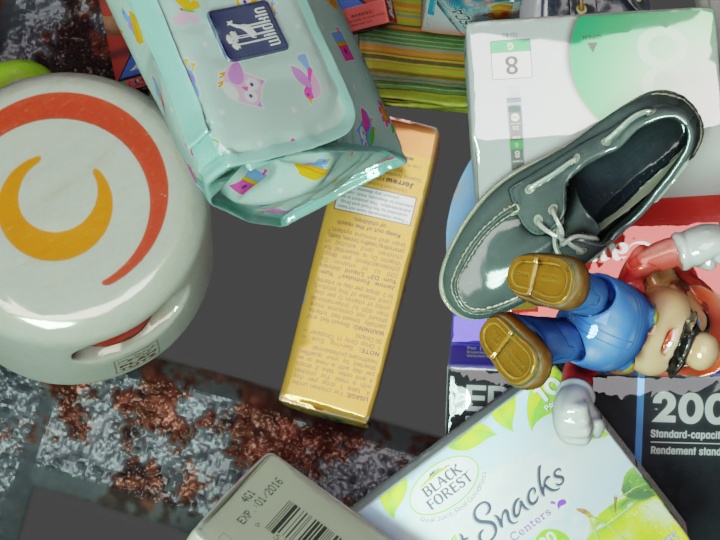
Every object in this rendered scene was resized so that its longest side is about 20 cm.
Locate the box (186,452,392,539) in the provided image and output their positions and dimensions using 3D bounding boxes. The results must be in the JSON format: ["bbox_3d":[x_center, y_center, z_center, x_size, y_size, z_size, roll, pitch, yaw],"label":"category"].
[{"bbox_3d":[-0.070,0.235,1.459,0.128,0.109,0.200,36,124,6],"label":"box"}]

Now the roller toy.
[{"bbox_3d":[-0.188,-0.021,1.527,0.182,0.140,0.200,15,73,3],"label":"roller toy"}]

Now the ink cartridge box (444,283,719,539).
[{"bbox_3d":[0.153,0.105,1.529,0.198,0.043,0.200,1,96,2],"label":"ink cartridge box"}]

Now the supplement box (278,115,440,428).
[{"bbox_3d":[0.000,0.000,1.556,0.069,0.067,0.200,12,83,3],"label":"supplement box"}]

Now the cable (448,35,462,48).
[{"bbox_3d":[-0.021,-0.206,1.589,0.097,0.050,0.200,-41,83,-11],"label":"cable"}]

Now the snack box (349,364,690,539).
[{"bbox_3d":[0.086,0.169,1.492,0.200,0.053,0.142,-38,91,8],"label":"snack box"}]

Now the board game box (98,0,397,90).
[{"bbox_3d":[-0.080,-0.190,1.569,0.200,0.019,0.103,-13,87,20],"label":"board game box"}]

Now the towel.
[{"bbox_3d":[0.037,-0.204,1.580,0.086,0.018,0.200,3,74,-20],"label":"towel"}]

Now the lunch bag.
[{"bbox_3d":[-0.072,-0.125,1.448,0.122,0.200,0.170,-27,78,18],"label":"lunch bag"}]

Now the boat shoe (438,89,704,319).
[{"bbox_3d":[0.129,-0.039,1.468,0.200,0.062,0.073,-39,97,7],"label":"boat shoe"}]

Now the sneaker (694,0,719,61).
[{"bbox_3d":[0.227,-0.234,1.590,0.085,0.073,0.200,-5,91,36],"label":"sneaker"}]

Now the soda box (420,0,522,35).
[{"bbox_3d":[0.076,-0.258,1.559,0.064,0.068,0.200,3,72,-2],"label":"soda box"}]

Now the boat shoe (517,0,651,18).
[{"bbox_3d":[0.151,-0.200,1.580,0.091,0.071,0.200,3,89,0],"label":"boat shoe"}]

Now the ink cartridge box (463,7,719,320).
[{"bbox_3d":[0.152,-0.064,1.509,0.161,0.050,0.200,-4,80,1],"label":"ink cartridge box"}]

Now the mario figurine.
[{"bbox_3d":[0.169,0.036,1.420,0.123,0.200,0.106,-33,68,34],"label":"mario figurine"}]

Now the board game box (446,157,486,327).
[{"bbox_3d":[0.157,-0.021,1.562,0.200,0.039,0.158,17,92,-1],"label":"board game box"}]
